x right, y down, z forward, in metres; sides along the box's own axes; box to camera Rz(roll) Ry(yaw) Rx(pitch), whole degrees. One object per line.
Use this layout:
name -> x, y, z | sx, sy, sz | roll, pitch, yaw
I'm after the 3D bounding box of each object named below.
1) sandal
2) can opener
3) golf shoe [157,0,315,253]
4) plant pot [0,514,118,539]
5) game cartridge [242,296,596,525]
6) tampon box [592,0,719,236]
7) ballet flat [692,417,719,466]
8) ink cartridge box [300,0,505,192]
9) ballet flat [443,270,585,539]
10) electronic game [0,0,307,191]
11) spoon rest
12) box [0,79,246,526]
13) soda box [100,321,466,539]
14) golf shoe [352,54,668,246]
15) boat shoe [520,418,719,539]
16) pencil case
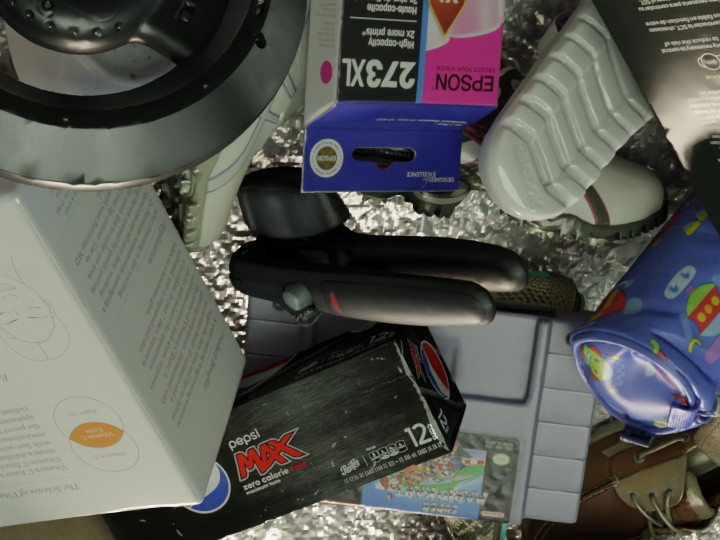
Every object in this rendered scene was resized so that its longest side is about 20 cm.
sandal -> 0.124, -0.106, 0.868 | 0.203, 0.050, 0.082 | -42, 109, -24
can opener -> 0.000, 0.000, 0.841 | 0.063, 0.200, 0.079 | -47, 126, -22
golf shoe -> -0.047, -0.095, 0.840 | 0.097, 0.078, 0.200 | 3, 121, -24
plant pot -> -0.202, 0.197, 0.941 | 0.200, 0.135, 0.200 | -7, 122, -10
game cartridge -> 0.032, 0.075, 0.943 | 0.200, 0.038, 0.130 | 6, 105, 2
tampon box -> 0.219, -0.135, 0.813 | 0.200, 0.126, 0.150 | 55, 54, -31
ballet flat -> 0.253, 0.028, 0.990 | 0.200, 0.067, 0.068 | -62, 154, -10
ink cartridge box -> 0.023, -0.135, 0.805 | 0.095, 0.037, 0.200 | -2, 103, -31
ballet flat -> 0.071, 0.086, 0.993 | 0.075, 0.068, 0.200 | 13, 113, -6
electronic game -> -0.120, -0.128, 0.704 | 0.200, 0.200, 0.042 | 1, 163, -16
spoon rest -> -0.134, -0.141, 0.757 | 0.099, 0.061, 0.200 | -34, 92, -19
box -> -0.171, 0.020, 0.826 | 0.152, 0.106, 0.200 | -10, 127, 20
soda box -> -0.047, 0.091, 0.905 | 0.200, 0.063, 0.071 | -23, 101, 18
golf shoe -> 0.086, -0.068, 0.892 | 0.200, 0.077, 0.088 | 9, 107, -23
boat shoe -> 0.190, 0.129, 1.042 | 0.200, 0.072, 0.076 | -36, 123, 8
pencil case -> 0.197, 0.003, 0.904 | 0.200, 0.087, 0.078 | -47, 166, -26
